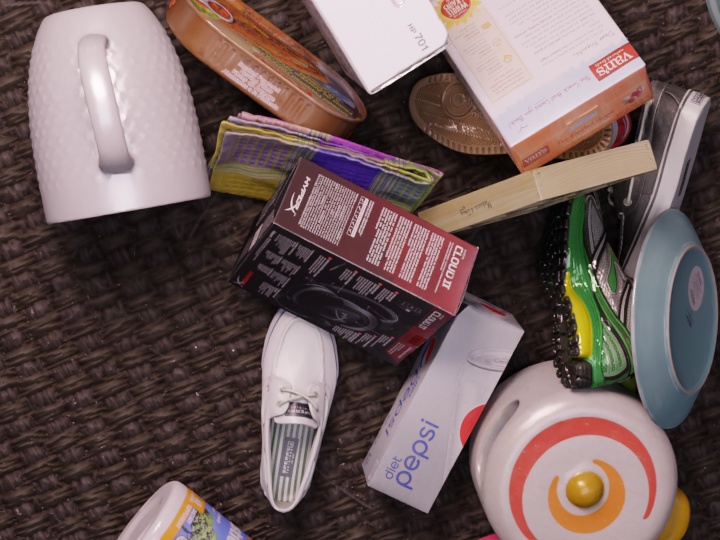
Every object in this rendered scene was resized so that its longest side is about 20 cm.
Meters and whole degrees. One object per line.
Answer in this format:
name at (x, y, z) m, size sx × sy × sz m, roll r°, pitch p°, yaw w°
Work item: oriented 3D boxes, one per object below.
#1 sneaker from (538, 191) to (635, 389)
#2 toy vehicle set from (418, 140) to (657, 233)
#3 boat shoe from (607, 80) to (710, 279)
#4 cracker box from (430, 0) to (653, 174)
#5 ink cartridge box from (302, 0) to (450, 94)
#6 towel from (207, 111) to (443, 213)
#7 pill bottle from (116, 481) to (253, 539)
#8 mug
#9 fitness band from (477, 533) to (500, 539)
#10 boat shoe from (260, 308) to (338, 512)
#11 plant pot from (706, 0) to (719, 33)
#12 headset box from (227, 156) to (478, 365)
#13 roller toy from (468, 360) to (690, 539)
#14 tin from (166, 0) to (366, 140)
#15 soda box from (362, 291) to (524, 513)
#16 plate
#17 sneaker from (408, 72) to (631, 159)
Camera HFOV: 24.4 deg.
sneaker at (0.215, 0.013, 1.531) m, size 0.085 × 0.078 × 0.201 m, roll 1°, pitch 69°, yaw -15°
toy vehicle set at (0.150, -0.068, 1.454) m, size 0.124 × 0.200 × 0.027 m, roll -15°, pitch 89°, yaw -27°
boat shoe at (0.266, -0.077, 1.551) m, size 0.063 × 0.071 × 0.201 m, roll 21°, pitch 107°, yaw 18°
cracker box at (0.147, -0.198, 1.456) m, size 0.134 × 0.058 × 0.201 m, roll -30°, pitch 58°, yaw 3°
ink cartridge box at (-0.005, -0.239, 1.420) m, size 0.086 × 0.200 × 0.147 m, roll -31°, pitch 102°, yaw 2°
towel at (-0.041, -0.081, 1.490) m, size 0.199 × 0.144 × 0.023 m, roll 16°, pitch 65°, yaw -11°
pill bottle at (-0.132, 0.300, 1.570) m, size 0.200 × 0.112 × 0.112 m, roll 40°, pitch 96°, yaw -12°
mug at (-0.215, -0.138, 1.427) m, size 0.147 × 0.200 × 0.176 m, roll -10°, pitch 94°, yaw -4°
fitness band at (0.144, 0.355, 1.646) m, size 0.143 × 0.037 × 0.201 m, roll -10°, pitch 104°, yaw -5°
boat shoe at (-0.057, 0.129, 1.563) m, size 0.073 × 0.067 × 0.201 m, roll 1°, pitch 102°, yaw -5°
plant pot at (0.421, -0.266, 1.485) m, size 0.199 × 0.134 × 0.202 m, roll -1°, pitch 101°, yaw -5°
headset box at (0.000, 0.000, 1.492) m, size 0.199 × 0.149 × 0.078 m, roll 26°, pitch 63°, yaw -9°
roller toy at (0.199, 0.188, 1.559) m, size 0.182 × 0.140 × 0.201 m, roll -22°, pitch 103°, yaw 1°
tin at (-0.084, -0.182, 1.471) m, size 0.200 × 0.112 × 0.042 m, roll 36°, pitch 107°, yaw -10°
soda box at (0.077, 0.122, 1.574) m, size 0.068 × 0.063 × 0.201 m, roll 26°, pitch 99°, yaw -10°
plate at (0.293, 0.044, 1.518) m, size 0.025 × 0.200 × 0.201 m, roll 1°, pitch 105°, yaw 31°
sneaker at (0.151, -0.141, 1.531) m, size 0.199 × 0.112 × 0.072 m, roll 13°, pitch 104°, yaw 23°
